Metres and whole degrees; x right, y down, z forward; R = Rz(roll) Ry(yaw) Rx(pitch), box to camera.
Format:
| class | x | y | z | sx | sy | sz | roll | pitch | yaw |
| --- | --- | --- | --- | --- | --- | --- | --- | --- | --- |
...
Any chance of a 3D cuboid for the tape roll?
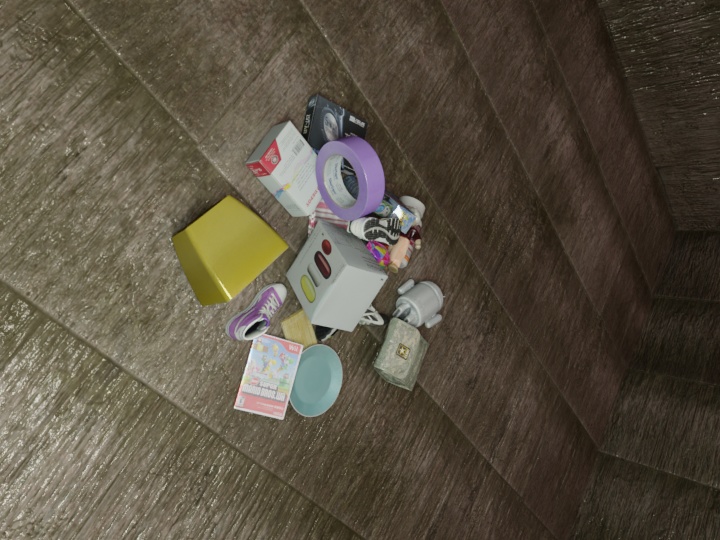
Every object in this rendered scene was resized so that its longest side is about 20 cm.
| class | x | y | z | sx | sy | sz | roll | pitch | yaw |
| --- | --- | --- | --- | --- | --- | --- | --- | --- | --- |
| tape roll | -0.029 | -0.234 | 1.407 | 0.065 | 0.198 | 0.205 | -25 | 109 | -37 |

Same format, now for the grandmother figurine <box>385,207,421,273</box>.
| class | x | y | z | sx | sy | sz | roll | pitch | yaw |
| --- | --- | --- | --- | --- | --- | --- | --- | --- | --- |
| grandmother figurine | 0.126 | -0.094 | 1.626 | 0.061 | 0.119 | 0.203 | 73 | 40 | -67 |

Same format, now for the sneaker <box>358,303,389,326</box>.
| class | x | y | z | sx | sy | sz | roll | pitch | yaw |
| --- | --- | --- | --- | --- | --- | --- | --- | --- | --- |
| sneaker | 0.016 | 0.120 | 1.666 | 0.197 | 0.073 | 0.091 | 10 | 89 | -42 |

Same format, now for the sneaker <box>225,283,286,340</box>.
| class | x | y | z | sx | sy | sz | roll | pitch | yaw |
| --- | --- | --- | --- | --- | --- | --- | --- | --- | --- |
| sneaker | -0.242 | 0.111 | 1.411 | 0.201 | 0.113 | 0.074 | -47 | 119 | -30 |

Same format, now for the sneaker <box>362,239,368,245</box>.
| class | x | y | z | sx | sy | sz | roll | pitch | yaw |
| --- | --- | --- | --- | --- | --- | --- | --- | --- | --- |
| sneaker | 0.015 | -0.017 | 1.631 | 0.075 | 0.083 | 0.203 | -57 | 135 | -39 |

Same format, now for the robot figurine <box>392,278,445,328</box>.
| class | x | y | z | sx | sy | sz | roll | pitch | yaw |
| --- | --- | --- | --- | --- | --- | --- | --- | --- | --- |
| robot figurine | 0.194 | 0.108 | 1.796 | 0.198 | 0.113 | 0.171 | -33 | 80 | -35 |

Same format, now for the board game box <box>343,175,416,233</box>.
| class | x | y | z | sx | sy | sz | roll | pitch | yaw |
| --- | --- | --- | --- | --- | --- | --- | --- | --- | --- |
| board game box | 0.066 | -0.195 | 1.604 | 0.198 | 0.200 | 0.062 | 25 | 106 | -40 |

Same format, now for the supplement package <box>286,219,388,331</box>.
| class | x | y | z | sx | sy | sz | roll | pitch | yaw |
| --- | --- | --- | --- | --- | --- | --- | --- | --- | --- |
| supplement package | -0.068 | 0.015 | 1.455 | 0.145 | 0.201 | 0.193 | 16 | 117 | -40 |

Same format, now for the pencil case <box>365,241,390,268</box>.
| class | x | y | z | sx | sy | sz | roll | pitch | yaw |
| --- | --- | --- | --- | --- | --- | --- | --- | --- | --- |
| pencil case | 0.000 | 0.000 | 1.560 | 0.087 | 0.201 | 0.089 | 28 | 33 | -21 |

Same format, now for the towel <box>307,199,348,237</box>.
| class | x | y | z | sx | sy | sz | roll | pitch | yaw |
| --- | --- | --- | --- | --- | --- | --- | --- | --- | --- |
| towel | -0.086 | -0.109 | 1.588 | 0.144 | 0.030 | 0.206 | 2 | 92 | -42 |

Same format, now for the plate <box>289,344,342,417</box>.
| class | x | y | z | sx | sy | sz | roll | pitch | yaw |
| --- | --- | --- | --- | --- | --- | --- | --- | --- | --- |
| plate | -0.132 | 0.310 | 1.563 | 0.197 | 0.025 | 0.206 | -4 | 96 | -41 |

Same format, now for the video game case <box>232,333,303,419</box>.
| class | x | y | z | sx | sy | sz | roll | pitch | yaw |
| --- | --- | --- | --- | --- | --- | --- | --- | --- | --- |
| video game case | -0.242 | 0.278 | 1.458 | 0.140 | 0.017 | 0.205 | 19 | 80 | -23 |

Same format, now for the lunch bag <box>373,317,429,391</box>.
| class | x | y | z | sx | sy | sz | roll | pitch | yaw |
| --- | --- | --- | --- | --- | --- | --- | --- | --- | --- |
| lunch bag | 0.121 | 0.259 | 1.712 | 0.200 | 0.115 | 0.167 | 48 | 61 | -54 |

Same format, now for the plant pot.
| class | x | y | z | sx | sy | sz | roll | pitch | yaw |
| --- | --- | --- | --- | --- | --- | --- | --- | --- | --- |
| plant pot | -0.321 | -0.055 | 1.286 | 0.200 | 0.198 | 0.178 | -45 | 109 | -29 |

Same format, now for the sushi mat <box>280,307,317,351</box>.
| class | x | y | z | sx | sy | sz | roll | pitch | yaw |
| --- | --- | --- | --- | --- | --- | --- | --- | --- | --- |
| sushi mat | -0.162 | 0.214 | 1.554 | 0.095 | 0.012 | 0.205 | -29 | 112 | -39 |

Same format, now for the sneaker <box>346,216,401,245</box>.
| class | x | y | z | sx | sy | sz | roll | pitch | yaw |
| --- | --- | --- | --- | --- | --- | --- | --- | --- | --- |
| sneaker | 0.040 | -0.114 | 1.487 | 0.198 | 0.079 | 0.076 | 8 | 94 | -54 |

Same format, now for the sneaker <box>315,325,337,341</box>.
| class | x | y | z | sx | sy | sz | roll | pitch | yaw |
| --- | --- | --- | --- | --- | --- | --- | --- | --- | --- |
| sneaker | -0.044 | 0.137 | 1.561 | 0.200 | 0.072 | 0.082 | -45 | 129 | 16 |

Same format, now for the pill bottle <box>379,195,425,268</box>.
| class | x | y | z | sx | sy | sz | roll | pitch | yaw |
| --- | --- | --- | --- | --- | --- | --- | --- | --- | --- |
| pill bottle | 0.129 | -0.121 | 1.725 | 0.109 | 0.108 | 0.204 | 34 | 71 | -37 |

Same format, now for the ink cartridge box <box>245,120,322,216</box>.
| class | x | y | z | sx | sy | sz | roll | pitch | yaw |
| --- | --- | --- | --- | --- | --- | --- | --- | --- | --- |
| ink cartridge box | -0.183 | -0.263 | 1.454 | 0.201 | 0.082 | 0.147 | 48 | 61 | -33 |

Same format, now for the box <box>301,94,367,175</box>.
| class | x | y | z | sx | sy | sz | roll | pitch | yaw |
| --- | --- | --- | --- | --- | --- | --- | --- | --- | --- |
| box | -0.075 | -0.380 | 1.569 | 0.197 | 0.043 | 0.165 | 17 | 82 | -41 |
